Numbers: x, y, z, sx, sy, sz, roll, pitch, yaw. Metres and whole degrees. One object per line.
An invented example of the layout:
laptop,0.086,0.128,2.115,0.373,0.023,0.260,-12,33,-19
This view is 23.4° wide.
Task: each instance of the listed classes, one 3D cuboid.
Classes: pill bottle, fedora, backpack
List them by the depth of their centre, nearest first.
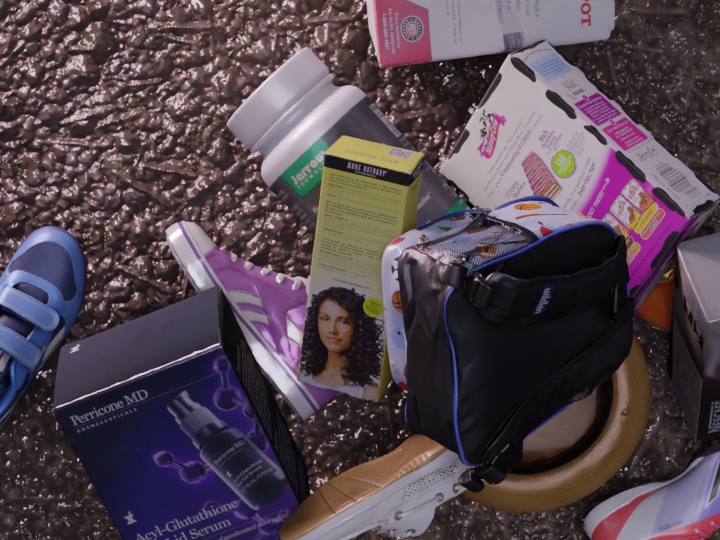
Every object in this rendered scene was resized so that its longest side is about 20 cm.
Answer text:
backpack,0.115,0.035,1.336,0.190,0.154,0.201,-20,125,-26
pill bottle,-0.010,-0.080,1.442,0.113,0.113,0.200,-44,92,-1
fedora,0.142,0.106,1.467,0.199,0.082,0.202,0,90,-4

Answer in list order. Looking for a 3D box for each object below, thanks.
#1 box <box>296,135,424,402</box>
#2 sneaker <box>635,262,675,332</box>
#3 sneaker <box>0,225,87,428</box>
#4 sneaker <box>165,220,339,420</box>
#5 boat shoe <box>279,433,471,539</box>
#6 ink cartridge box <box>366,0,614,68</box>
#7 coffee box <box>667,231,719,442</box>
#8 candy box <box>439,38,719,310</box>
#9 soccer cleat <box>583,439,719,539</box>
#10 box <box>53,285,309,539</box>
box,0.000,0.000,1.378,0.075,0.050,0.201,13,114,14
sneaker,0.230,-0.027,1.471,0.073,0.077,0.200,-37,94,-3
sneaker,-0.291,0.057,1.451,0.074,0.082,0.201,26,88,-1
sneaker,-0.070,0.016,1.468,0.114,0.073,0.201,-41,103,-4
boat shoe,0.033,0.182,1.377,0.199,0.071,0.070,-28,107,-13
ink cartridge box,0.103,-0.259,1.432,0.199,0.083,0.147,-7,120,-3
coffee box,0.316,0.049,1.411,0.112,0.200,0.080,-15,56,-3
candy box,0.175,-0.070,1.414,0.200,0.061,0.137,45,130,15
soccer cleat,0.290,0.199,1.471,0.199,0.068,0.073,-26,54,2
box,-0.141,0.138,1.405,0.147,0.104,0.201,-22,117,6
